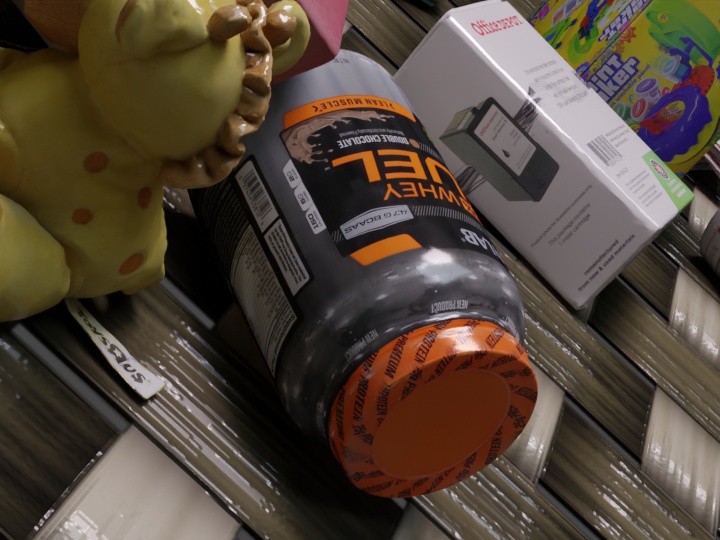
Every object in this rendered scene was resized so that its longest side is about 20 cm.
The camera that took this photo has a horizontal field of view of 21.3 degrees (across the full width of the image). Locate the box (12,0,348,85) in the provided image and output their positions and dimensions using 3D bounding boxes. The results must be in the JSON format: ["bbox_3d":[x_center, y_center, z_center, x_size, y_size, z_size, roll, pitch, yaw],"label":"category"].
[{"bbox_3d":[-0.104,-0.179,0.876,0.200,0.127,0.110,52,31,-36],"label":"box"}]

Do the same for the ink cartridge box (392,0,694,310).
[{"bbox_3d":[0.122,-0.084,1.312,0.200,0.084,0.145,46,22,6],"label":"ink cartridge box"}]

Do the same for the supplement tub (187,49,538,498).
[{"bbox_3d":[0.000,0.000,0.901,0.122,0.123,0.201,20,31,-44],"label":"supplement tub"}]

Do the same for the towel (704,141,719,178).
[{"bbox_3d":[0.293,-0.168,1.777,0.191,0.032,0.200,43,22,-4],"label":"towel"}]

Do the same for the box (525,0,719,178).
[{"bbox_3d":[0.226,-0.177,1.502,0.122,0.200,0.193,36,24,-17],"label":"box"}]

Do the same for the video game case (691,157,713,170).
[{"bbox_3d":[0.261,-0.148,1.753,0.143,0.018,0.199,50,23,17],"label":"video game case"}]

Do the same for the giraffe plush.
[{"bbox_3d":[-0.111,-0.069,0.778,0.199,0.162,0.173,38,22,-11],"label":"giraffe plush"}]

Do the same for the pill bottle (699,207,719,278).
[{"bbox_3d":[0.369,0.022,1.505,0.113,0.114,0.201,7,42,-56],"label":"pill bottle"}]

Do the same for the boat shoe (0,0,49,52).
[{"bbox_3d":[-0.199,-0.134,0.883,0.200,0.071,0.065,29,47,-60],"label":"boat shoe"}]

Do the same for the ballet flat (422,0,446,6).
[{"bbox_3d":[0.015,-0.262,1.478,0.199,0.062,0.068,13,36,-51],"label":"ballet flat"}]
